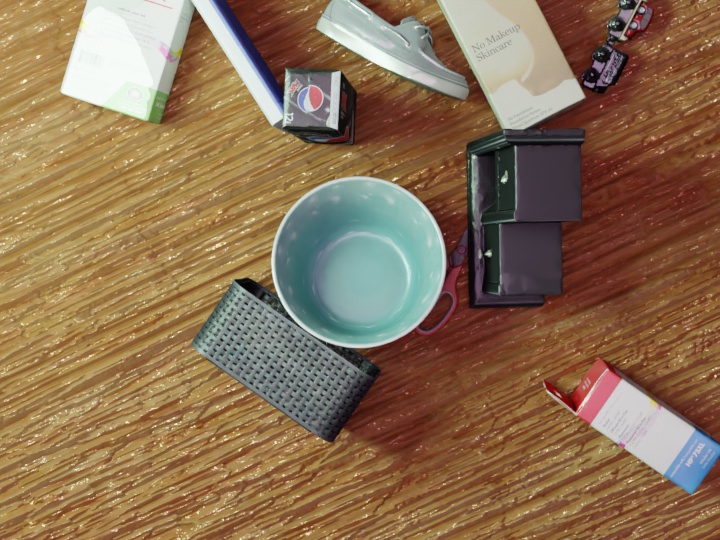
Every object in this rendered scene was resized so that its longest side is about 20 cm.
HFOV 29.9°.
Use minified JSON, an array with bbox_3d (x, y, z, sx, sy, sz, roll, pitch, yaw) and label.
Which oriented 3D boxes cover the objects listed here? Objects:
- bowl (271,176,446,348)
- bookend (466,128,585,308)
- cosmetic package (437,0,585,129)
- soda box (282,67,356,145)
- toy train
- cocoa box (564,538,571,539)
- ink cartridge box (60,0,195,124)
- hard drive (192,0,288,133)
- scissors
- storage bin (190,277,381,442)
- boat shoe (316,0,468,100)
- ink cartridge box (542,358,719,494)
[{"bbox_3d":[0.000,0.000,1.580,0.200,0.105,0.201,-1,77,2],"label":"bowl"},{"bbox_3d":[0.184,-0.053,1.522,0.092,0.199,0.201,-1,92,-7],"label":"bookend"},{"bbox_3d":[0.174,-0.265,1.588,0.105,0.071,0.200,-28,89,5],"label":"cosmetic package"},{"bbox_3d":[-0.044,-0.184,1.544,0.063,0.200,0.071,3,91,5],"label":"soda box"},{"bbox_3d":[0.322,-0.300,1.594,0.046,0.034,0.200,26,94,0],"label":"toy train"},{"bbox_3d":[0.258,0.439,1.565,0.133,0.131,0.200,25,93,4],"label":"cocoa box"},{"bbox_3d":[-0.272,-0.290,1.627,0.117,0.067,0.201,18,94,5],"label":"ink cartridge box"},{"bbox_3d":[-0.138,-0.255,1.584,0.025,0.132,0.200,-33,88,6],"label":"hard drive"},{"bbox_3d":[0.121,-0.011,1.629,0.073,0.014,0.200,42,93,5],"label":"scissors"},{"bbox_3d":[-0.085,0.103,1.584,0.200,0.135,0.094,34,94,3],"label":"storage bin"},{"bbox_3d":[0.047,-0.270,1.600,0.200,0.070,0.072,29,97,6],"label":"boat shoe"},{"bbox_3d":[0.311,0.166,1.563,0.200,0.116,0.067,35,95,3],"label":"ink cartridge box"}]
